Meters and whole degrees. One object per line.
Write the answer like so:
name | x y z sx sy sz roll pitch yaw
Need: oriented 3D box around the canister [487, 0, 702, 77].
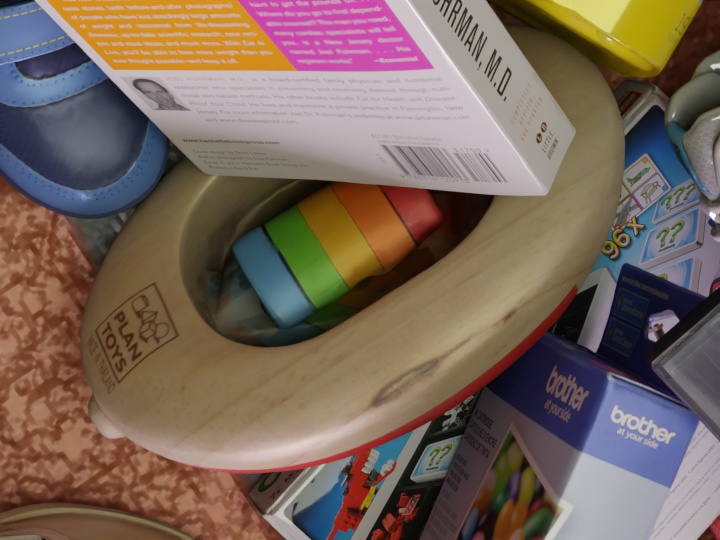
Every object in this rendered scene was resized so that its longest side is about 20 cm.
canister | 0.109 -0.166 0.918 0.086 0.149 0.200 30 93 0

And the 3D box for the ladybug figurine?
ladybug figurine | 0.000 0.000 0.939 0.200 0.136 0.072 -30 143 4

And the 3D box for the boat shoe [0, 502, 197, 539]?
boat shoe | -0.121 0.116 0.923 0.200 0.065 0.072 5 99 -38

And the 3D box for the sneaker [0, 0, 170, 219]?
sneaker | -0.112 -0.108 0.910 0.074 0.082 0.200 -22 104 -11

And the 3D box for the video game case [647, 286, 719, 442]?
video game case | 0.206 0.011 0.848 0.200 0.019 0.143 -42 102 10

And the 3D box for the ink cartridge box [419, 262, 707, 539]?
ink cartridge box | 0.052 0.091 0.921 0.042 0.119 0.200 25 92 -14

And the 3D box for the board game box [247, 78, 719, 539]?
board game box | 0.074 0.049 1.000 0.126 0.035 0.200 44 87 -16

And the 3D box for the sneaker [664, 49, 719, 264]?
sneaker | 0.133 -0.026 0.930 0.086 0.075 0.201 1 111 -23

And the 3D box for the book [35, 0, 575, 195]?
book | -0.037 -0.091 0.832 0.200 0.133 0.048 51 55 -45

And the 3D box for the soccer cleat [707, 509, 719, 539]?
soccer cleat | 0.103 0.178 1.021 0.076 0.067 0.200 38 94 14
